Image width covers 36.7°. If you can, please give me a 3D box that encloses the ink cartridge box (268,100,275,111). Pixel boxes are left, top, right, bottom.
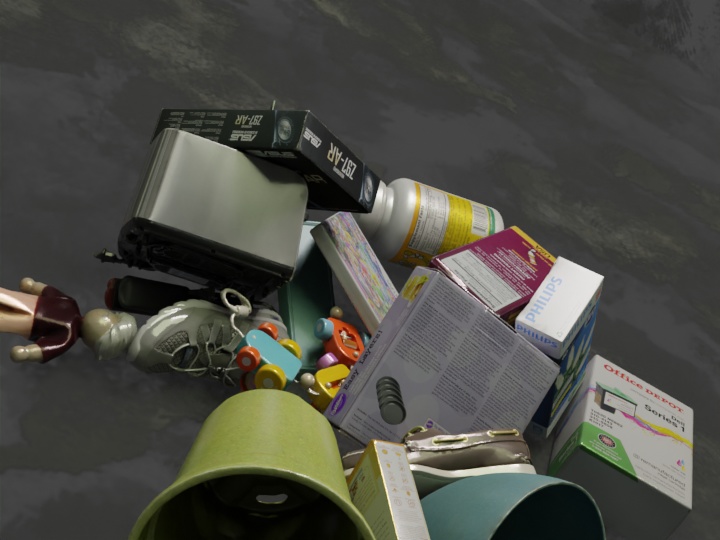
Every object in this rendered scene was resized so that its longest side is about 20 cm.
[{"bbox_3d":[-0.114,-0.124,1.400,0.059,0.104,0.201,21,32,-13],"label":"ink cartridge box"}]

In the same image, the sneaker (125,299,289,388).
[{"bbox_3d":[-0.143,0.081,1.109,0.199,0.075,0.082,-3,41,-42],"label":"sneaker"}]

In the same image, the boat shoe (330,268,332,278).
[{"bbox_3d":[-0.123,-0.029,1.294,0.199,0.065,0.072,35,60,4],"label":"boat shoe"}]

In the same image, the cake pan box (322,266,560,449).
[{"bbox_3d":[0.088,0.125,1.091,0.199,0.185,0.052,36,-8,-24],"label":"cake pan box"}]

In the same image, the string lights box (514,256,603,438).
[{"bbox_3d":[0.216,0.090,1.224,0.059,0.201,0.103,26,58,22],"label":"string lights box"}]

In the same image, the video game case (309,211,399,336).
[{"bbox_3d":[0.000,0.000,1.272,0.144,0.018,0.200,59,10,-3],"label":"video game case"}]

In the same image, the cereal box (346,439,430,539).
[{"bbox_3d":[0.013,0.264,0.907,0.039,0.145,0.201,14,35,-24],"label":"cereal box"}]

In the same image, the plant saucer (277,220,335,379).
[{"bbox_3d":[-0.059,0.028,1.231,0.069,0.019,0.202,5,60,-23],"label":"plant saucer"}]

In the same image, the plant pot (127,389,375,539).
[{"bbox_3d":[-0.083,0.200,0.904,0.199,0.202,0.185,22,20,-10],"label":"plant pot"}]

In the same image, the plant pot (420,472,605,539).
[{"bbox_3d":[0.105,0.266,0.964,0.199,0.203,0.134,-6,13,-43],"label":"plant pot"}]

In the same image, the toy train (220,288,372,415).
[{"bbox_3d":[-0.064,0.091,1.117,0.199,0.056,0.151,18,33,-37],"label":"toy train"}]

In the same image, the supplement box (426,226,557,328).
[{"bbox_3d":[0.141,0.043,1.250,0.103,0.132,0.199,41,34,21],"label":"supplement box"}]

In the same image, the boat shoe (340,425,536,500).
[{"bbox_3d":[0.070,0.181,1.028,0.198,0.072,0.060,1,54,-15],"label":"boat shoe"}]

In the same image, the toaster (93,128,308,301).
[{"bbox_3d":[-0.165,-0.051,1.152,0.198,0.181,0.120,18,74,-14],"label":"toaster"}]

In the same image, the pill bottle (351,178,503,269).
[{"bbox_3d":[0.081,-0.057,1.450,0.198,0.113,0.113,17,33,-19],"label":"pill bottle"}]

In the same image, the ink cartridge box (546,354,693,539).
[{"bbox_3d":[0.309,0.209,1.276,0.144,0.084,0.200,30,31,2],"label":"ink cartridge box"}]

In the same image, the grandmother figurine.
[{"bbox_3d":[-0.314,0.045,1.045,0.198,0.061,0.122,14,43,-19],"label":"grandmother figurine"}]

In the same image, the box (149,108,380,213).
[{"bbox_3d":[-0.100,-0.118,1.167,0.198,0.044,0.160,7,-17,32],"label":"box"}]

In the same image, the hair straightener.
[{"bbox_3d":[-0.168,0.042,1.160,0.199,0.077,0.041,18,75,-31],"label":"hair straightener"}]
